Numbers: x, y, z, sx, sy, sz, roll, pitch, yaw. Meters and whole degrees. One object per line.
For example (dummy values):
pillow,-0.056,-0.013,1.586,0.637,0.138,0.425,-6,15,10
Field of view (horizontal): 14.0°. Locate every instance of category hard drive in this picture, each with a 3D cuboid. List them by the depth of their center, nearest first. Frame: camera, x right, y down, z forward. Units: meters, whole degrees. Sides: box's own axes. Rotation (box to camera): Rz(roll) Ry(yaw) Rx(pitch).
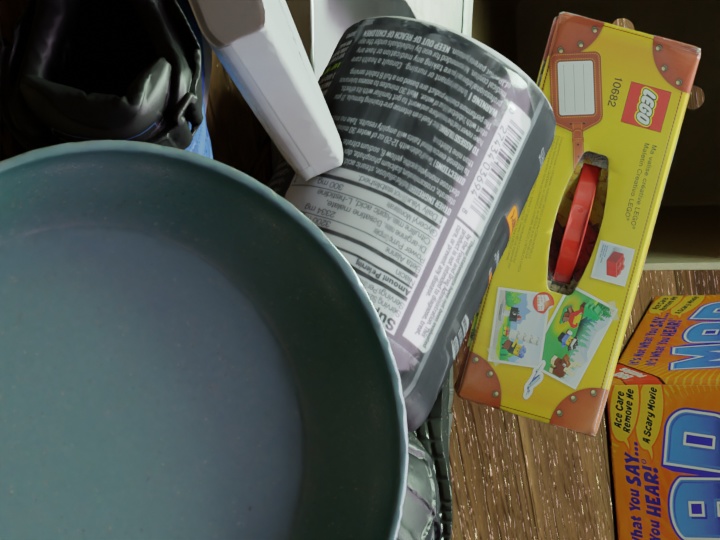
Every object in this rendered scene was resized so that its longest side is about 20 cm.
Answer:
hard drive,-0.052,-0.120,1.135,0.200,0.026,0.132,55,13,-76

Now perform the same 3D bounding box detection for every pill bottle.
pill bottle,0.000,0.000,1.253,0.201,0.106,0.106,-64,154,-20

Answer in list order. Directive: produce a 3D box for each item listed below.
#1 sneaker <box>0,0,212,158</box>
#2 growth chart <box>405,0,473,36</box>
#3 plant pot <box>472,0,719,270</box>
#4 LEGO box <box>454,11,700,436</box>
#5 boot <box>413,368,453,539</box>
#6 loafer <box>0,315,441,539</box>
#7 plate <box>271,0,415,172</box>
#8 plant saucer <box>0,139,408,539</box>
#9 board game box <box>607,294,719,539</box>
sneaker,-0.086,-0.022,1.048,0.111,0.076,0.201,48,39,-74
growth chart,0.033,-0.171,1.454,0.200,0.018,0.145,58,33,-61
plant pot,0.150,-0.101,1.685,0.177,0.199,0.201,-15,103,-85
LEGO box,0.113,-0.023,1.525,0.149,0.077,0.201,-2,108,-86
boot,0.020,0.104,1.437,0.131,0.067,0.201,67,31,-75
loafer,-0.057,0.067,1.001,0.200,0.068,0.071,21,42,-28
plate,-0.006,-0.100,1.404,0.200,0.032,0.201,4,86,-74
plant saucer,-0.083,0.059,0.944,0.036,0.199,0.201,172,-81,-69
board game box,0.300,0.141,2.128,0.200,0.199,0.201,-47,134,-66
